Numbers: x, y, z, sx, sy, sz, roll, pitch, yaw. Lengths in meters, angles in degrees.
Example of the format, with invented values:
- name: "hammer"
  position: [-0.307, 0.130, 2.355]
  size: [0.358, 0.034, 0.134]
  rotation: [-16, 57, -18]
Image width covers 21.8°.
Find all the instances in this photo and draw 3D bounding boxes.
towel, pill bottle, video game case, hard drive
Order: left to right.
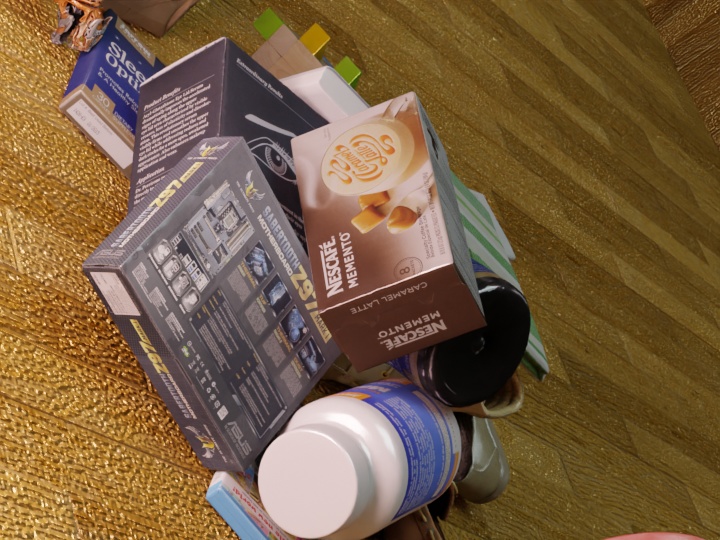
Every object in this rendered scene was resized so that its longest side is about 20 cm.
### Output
- name: "video game case"
  position: [-0.053, 0.177, 1.497]
  size: [0.143, 0.018, 0.200]
  rotation: [51, 21, -14]
- name: "hard drive"
  position: [-0.056, -0.119, 1.706]
  size: [0.132, 0.199, 0.027]
  rotation: [44, 59, -28]
- name: "pill bottle"
  position: [-0.002, 0.150, 1.466]
  size: [0.113, 0.112, 0.200]
  rotation: [59, 21, 9]
- name: "pill bottle"
  position: [0.041, 0.022, 1.554]
  size: [0.112, 0.112, 0.200]
  rotation: [33, 1, -45]
- name: "towel"
  position: [0.110, -0.007, 1.699]
  size: [0.152, 0.023, 0.201]
  rotation: [41, 23, -51]

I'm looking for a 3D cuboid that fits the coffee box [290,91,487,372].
- name: "coffee box"
  position: [0.019, -0.032, 1.473]
  size: [0.201, 0.113, 0.080]
  rotation: [-99, 164, -44]

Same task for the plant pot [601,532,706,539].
- name: "plant pot"
  position: [0.253, 0.359, 1.679]
  size: [0.200, 0.199, 0.179]
  rotation: [33, 39, -45]

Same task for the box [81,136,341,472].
- name: "box"
  position: [-0.103, 0.025, 1.406]
  size: [0.158, 0.051, 0.201]
  rotation: [-50, 125, -34]

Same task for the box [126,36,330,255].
- name: "box"
  position: [-0.107, -0.064, 1.558]
  size: [0.148, 0.104, 0.202]
  rotation: [37, 41, -39]

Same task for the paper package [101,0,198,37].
- name: "paper package"
  position: [-0.235, -0.348, 1.762]
  size: [0.190, 0.103, 0.201]
  rotation: [17, 42, -58]

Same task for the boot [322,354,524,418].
- name: "boot"
  position: [0.043, 0.081, 1.658]
  size: [0.200, 0.154, 0.073]
  rotation: [34, 69, -50]

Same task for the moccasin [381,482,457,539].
- name: "moccasin"
  position: [0.052, 0.192, 1.602]
  size: [0.202, 0.077, 0.074]
  rotation: [-95, 160, -53]

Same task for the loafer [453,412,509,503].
- name: "loafer"
  position: [0.081, 0.125, 1.785]
  size: [0.201, 0.076, 0.067]
  rotation: [63, 16, 19]

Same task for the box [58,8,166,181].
- name: "box"
  position: [-0.200, -0.155, 1.653]
  size: [0.121, 0.032, 0.201]
  rotation: [46, 22, -23]

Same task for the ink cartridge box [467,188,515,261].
- name: "ink cartridge box"
  position: [0.042, -0.016, 1.810]
  size: [0.199, 0.145, 0.085]
  rotation: [11, 47, -61]

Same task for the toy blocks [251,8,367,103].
- name: "toy blocks"
  position: [-0.029, -0.174, 1.975]
  size: [0.200, 0.100, 0.137]
  rotation: [49, 7, 19]

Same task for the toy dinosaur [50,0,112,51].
- name: "toy dinosaur"
  position: [-0.249, -0.294, 1.595]
  size: [0.102, 0.134, 0.202]
  rotation: [33, 69, -75]
